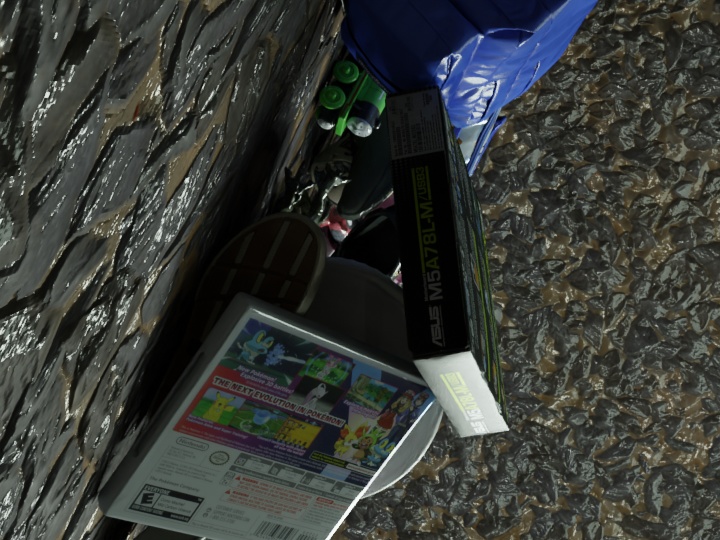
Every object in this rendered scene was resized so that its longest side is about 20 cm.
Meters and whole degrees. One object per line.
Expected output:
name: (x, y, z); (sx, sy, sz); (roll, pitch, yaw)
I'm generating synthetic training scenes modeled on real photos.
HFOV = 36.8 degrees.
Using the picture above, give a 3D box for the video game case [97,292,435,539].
video game case: (-0.059, 0.121, 0.778); (0.183, 0.199, 0.023); (-54, -139, 12)

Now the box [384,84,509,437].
box: (0.066, 0.000, 0.791); (0.193, 0.047, 0.201); (61, 22, -64)

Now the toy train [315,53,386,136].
toy train: (0.020, -0.196, 0.946); (0.042, 0.056, 0.201); (111, 4, -65)

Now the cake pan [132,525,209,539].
cake pan: (-0.139, 0.221, 0.936); (0.200, 0.037, 0.200); (-36, 170, -7)

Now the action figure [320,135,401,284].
action figure: (0.001, -0.053, 1.178); (0.149, 0.134, 0.200); (-51, 162, 25)

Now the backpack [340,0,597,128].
backpack: (0.068, -0.201, 0.814); (0.167, 0.163, 0.200); (-35, 172, -9)

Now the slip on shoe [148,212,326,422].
slip on shoe: (-0.085, 0.044, 0.781); (0.201, 0.076, 0.061); (-63, 172, 14)

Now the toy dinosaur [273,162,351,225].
toy dinosaur: (-0.056, -0.048, 0.936); (0.088, 0.047, 0.200); (-59, 177, 24)

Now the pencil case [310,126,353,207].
pencil case: (0.027, -0.145, 1.098); (0.078, 0.090, 0.200); (-8, -142, 48)

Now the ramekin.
ramekin: (-0.029, 0.080, 0.886); (0.094, 0.201, 0.203); (-62, 176, -77)

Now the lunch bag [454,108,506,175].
lunch bag: (0.078, -0.169, 1.262); (0.076, 0.160, 0.201); (-62, 177, -60)

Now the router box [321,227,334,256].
router box: (-0.078, 0.036, 1.221); (0.200, 0.049, 0.180); (-58, 172, -74)

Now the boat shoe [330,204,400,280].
boat shoe: (-0.001, -0.002, 1.047); (0.063, 0.074, 0.201); (-17, 163, -43)

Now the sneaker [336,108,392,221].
sneaker: (0.017, -0.141, 0.996); (0.201, 0.090, 0.076); (-65, -171, -12)
